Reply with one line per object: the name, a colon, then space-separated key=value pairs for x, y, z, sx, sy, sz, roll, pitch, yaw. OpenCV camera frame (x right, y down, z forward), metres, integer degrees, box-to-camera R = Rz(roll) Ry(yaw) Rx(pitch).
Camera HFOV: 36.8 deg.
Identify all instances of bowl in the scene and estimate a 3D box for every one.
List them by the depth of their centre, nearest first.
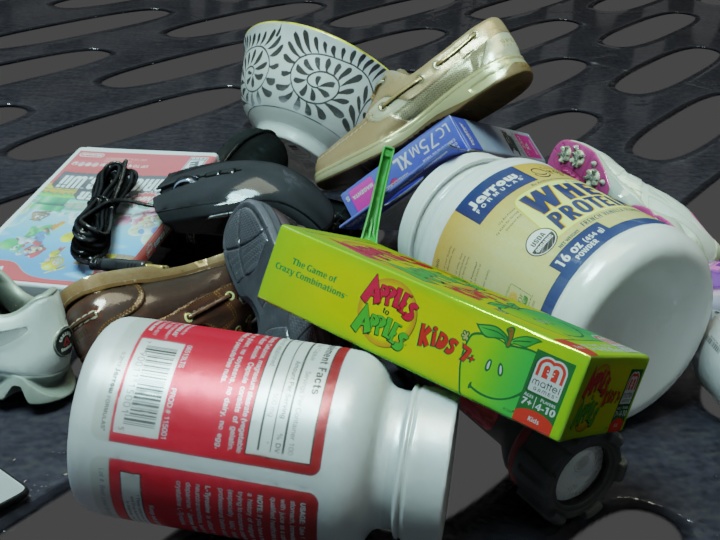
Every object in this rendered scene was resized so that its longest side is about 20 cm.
bowl: x=-0.048 y=-0.152 z=1.092 sx=0.200 sy=0.201 sz=0.094 roll=19 pitch=72 yaw=27

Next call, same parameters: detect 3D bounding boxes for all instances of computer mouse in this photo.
computer mouse: x=-0.123 y=-0.046 z=0.829 sx=0.199 sy=0.046 sz=0.141 roll=7 pitch=37 yaw=4

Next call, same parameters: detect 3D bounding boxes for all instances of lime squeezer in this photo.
lime squeezer: x=0.000 y=0.000 z=0.783 sx=0.038 sy=0.071 sz=0.200 roll=3 pitch=49 yaw=7

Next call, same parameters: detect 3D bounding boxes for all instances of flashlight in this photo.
flashlight: x=0.081 y=0.081 z=0.696 sx=0.068 sy=0.068 sz=0.200 roll=-8 pitch=29 yaw=-32

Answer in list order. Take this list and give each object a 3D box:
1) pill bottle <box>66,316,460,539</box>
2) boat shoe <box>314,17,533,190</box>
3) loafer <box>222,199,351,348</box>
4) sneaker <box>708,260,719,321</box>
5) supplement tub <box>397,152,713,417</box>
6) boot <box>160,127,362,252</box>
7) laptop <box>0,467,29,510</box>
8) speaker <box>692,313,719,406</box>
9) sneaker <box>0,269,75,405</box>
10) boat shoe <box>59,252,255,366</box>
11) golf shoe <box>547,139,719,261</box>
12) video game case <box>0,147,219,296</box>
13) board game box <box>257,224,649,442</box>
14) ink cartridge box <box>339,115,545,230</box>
pill bottle: x=-0.049 y=0.093 z=0.597 sx=0.199 sy=0.113 sz=0.112 roll=8 pitch=26 yaw=8
boat shoe: x=0.043 y=-0.132 z=0.890 sx=0.200 sy=0.065 sz=0.071 roll=-29 pitch=-14 yaw=16
loafer: x=-0.036 y=0.034 z=0.727 sx=0.063 sy=0.072 sz=0.200 roll=11 pitch=43 yaw=-40
sneaker: x=0.277 y=0.019 z=0.833 sx=0.200 sy=0.089 sz=0.080 roll=14 pitch=28 yaw=22
supplement tub: x=0.131 y=0.004 z=0.775 sx=0.144 sy=0.145 sz=0.200 roll=-12 pitch=30 yaw=-31
boot: x=-0.067 y=-0.056 z=0.953 sx=0.162 sy=0.074 sz=0.198 roll=13 pitch=34 yaw=23
laptop: x=-0.319 y=0.080 z=0.578 sx=0.187 sy=0.116 sz=0.200 roll=23 pitch=31 yaw=33
speaker: x=0.288 y=0.098 z=0.677 sx=0.081 sy=0.081 sz=0.200 roll=-1 pitch=26 yaw=-11
sneaker: x=-0.284 y=0.025 z=0.728 sx=0.199 sy=0.089 sz=0.074 roll=9 pitch=19 yaw=10
boat shoe: x=-0.115 y=0.030 z=0.784 sx=0.200 sy=0.070 sz=0.070 roll=-14 pitch=69 yaw=-32
golf shoe: x=0.247 y=-0.052 z=0.994 sx=0.091 sy=0.075 sz=0.200 roll=2 pitch=37 yaw=-34
video game case: x=-0.219 y=-0.042 z=0.890 sx=0.143 sy=0.017 sz=0.200 roll=5 pitch=38 yaw=20
board game box: x=0.051 y=0.032 z=0.617 sx=0.200 sy=0.048 sz=0.102 roll=24 pitch=9 yaw=30
ink cartridge box: x=0.067 y=-0.078 z=0.911 sx=0.200 sy=0.119 sz=0.042 roll=-7 pitch=65 yaw=-61
